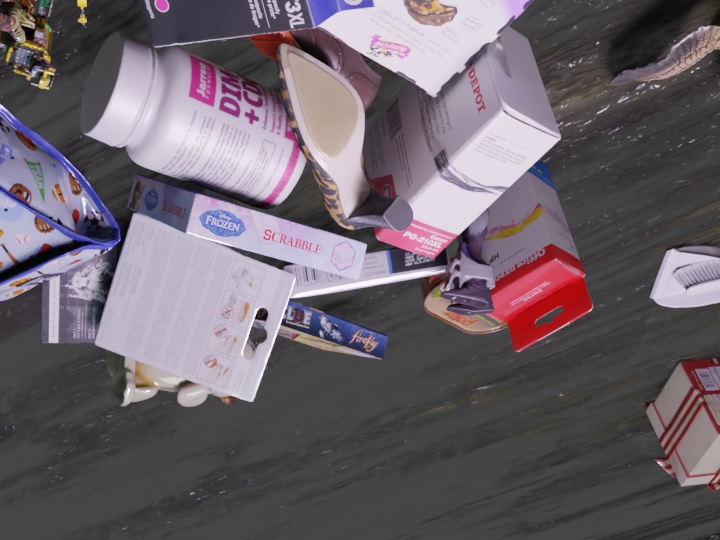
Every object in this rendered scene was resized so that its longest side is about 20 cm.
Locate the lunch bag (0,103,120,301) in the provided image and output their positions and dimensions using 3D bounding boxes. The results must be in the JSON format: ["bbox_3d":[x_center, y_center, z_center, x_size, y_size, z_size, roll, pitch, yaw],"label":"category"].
[{"bbox_3d":[-0.369,-0.048,0.890,0.167,0.126,0.200,-22,146,16],"label":"lunch bag"}]

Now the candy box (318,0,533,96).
[{"bbox_3d":[0.066,-0.267,0.745,0.165,0.073,0.199,20,135,-36],"label":"candy box"}]

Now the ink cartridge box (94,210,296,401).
[{"bbox_3d":[-0.188,0.040,1.000,0.196,0.047,0.163,20,100,-5],"label":"ink cartridge box"}]

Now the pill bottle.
[{"bbox_3d":[-0.155,-0.141,0.827,0.197,0.115,0.113,18,137,-36],"label":"pill bottle"}]

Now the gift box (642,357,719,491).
[{"bbox_3d":[0.630,0.274,1.590,0.195,0.187,0.189,0,136,-10],"label":"gift box"}]

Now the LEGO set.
[{"bbox_3d":[-0.291,-0.211,0.683,0.151,0.118,0.199,18,137,-35],"label":"LEGO set"}]

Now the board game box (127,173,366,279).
[{"bbox_3d":[-0.124,-0.048,0.922,0.196,0.042,0.199,16,-177,-33],"label":"board game box"}]

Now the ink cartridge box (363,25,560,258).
[{"bbox_3d":[0.092,-0.135,0.874,0.083,0.147,0.200,16,138,-31],"label":"ink cartridge box"}]

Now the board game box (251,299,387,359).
[{"bbox_3d":[-0.078,0.072,1.163,0.198,0.035,0.134,23,167,-39],"label":"board game box"}]

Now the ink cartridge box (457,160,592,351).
[{"bbox_3d":[0.181,-0.025,1.007,0.115,0.204,0.067,-34,141,31],"label":"ink cartridge box"}]

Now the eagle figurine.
[{"bbox_3d":[0.352,-0.220,0.849,0.148,0.153,0.202,-18,146,-27],"label":"eagle figurine"}]

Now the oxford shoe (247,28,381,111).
[{"bbox_3d":[-0.052,-0.220,0.803,0.073,0.071,0.200,-52,131,-10],"label":"oxford shoe"}]

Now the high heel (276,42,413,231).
[{"bbox_3d":[-0.039,-0.119,0.823,0.071,0.142,0.202,-40,111,-15],"label":"high heel"}]

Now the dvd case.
[{"bbox_3d":[-0.274,0.014,1.028,0.195,0.016,0.153,2,107,-19],"label":"dvd case"}]

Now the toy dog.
[{"bbox_3d":[-0.231,0.123,1.164,0.196,0.143,0.193,8,160,-26],"label":"toy dog"}]

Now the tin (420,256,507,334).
[{"bbox_3d":[0.161,0.036,1.228,0.111,0.043,0.199,-34,144,23],"label":"tin"}]

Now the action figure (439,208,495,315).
[{"bbox_3d":[0.125,-0.059,0.955,0.067,0.205,0.130,6,163,-1],"label":"action figure"}]

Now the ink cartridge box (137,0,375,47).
[{"bbox_3d":[-0.092,-0.241,0.702,0.195,0.037,0.096,-3,127,16],"label":"ink cartridge box"}]

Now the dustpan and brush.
[{"bbox_3d":[0.543,0.012,1.287,0.195,0.058,0.141,-10,146,-1],"label":"dustpan and brush"}]

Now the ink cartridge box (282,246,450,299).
[{"bbox_3d":[0.000,0.000,1.090,0.193,0.048,0.200,-11,-178,-6],"label":"ink cartridge box"}]
